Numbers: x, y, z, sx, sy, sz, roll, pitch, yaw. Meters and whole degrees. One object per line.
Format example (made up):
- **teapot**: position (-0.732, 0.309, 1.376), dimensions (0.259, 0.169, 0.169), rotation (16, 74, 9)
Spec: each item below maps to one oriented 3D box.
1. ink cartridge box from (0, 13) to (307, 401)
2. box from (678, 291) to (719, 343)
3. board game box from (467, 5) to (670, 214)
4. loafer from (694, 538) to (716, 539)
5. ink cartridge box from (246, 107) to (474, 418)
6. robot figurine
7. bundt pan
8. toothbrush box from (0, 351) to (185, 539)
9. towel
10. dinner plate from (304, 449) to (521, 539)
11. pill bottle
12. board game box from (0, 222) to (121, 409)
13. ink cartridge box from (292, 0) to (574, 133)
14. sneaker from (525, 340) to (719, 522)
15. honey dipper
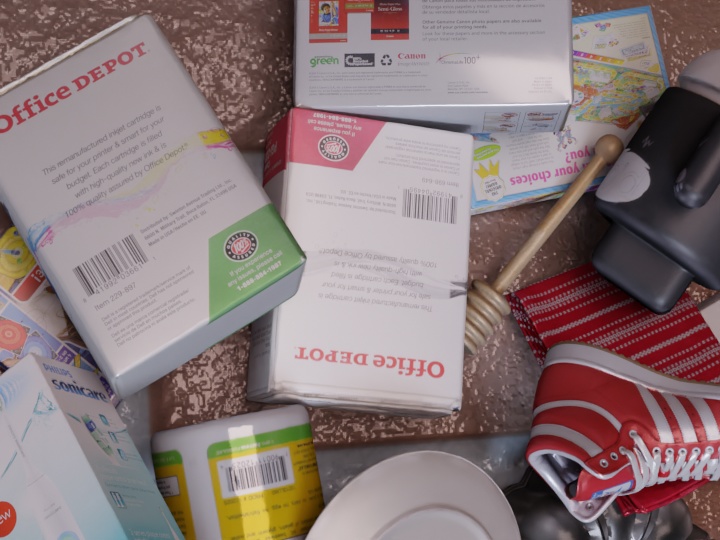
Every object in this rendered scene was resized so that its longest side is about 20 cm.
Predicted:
- **ink cartridge box**: position (-0.147, -0.042, 0.930), dimensions (0.144, 0.088, 0.201), rotation (-31, 81, -13)
- **box**: position (0.356, 0.065, 1.165), dimensions (0.198, 0.036, 0.146), rotation (-28, 91, -19)
- **board game box**: position (0.153, -0.127, 1.126), dimensions (0.197, 0.034, 0.137), rotation (-11, 85, -20)
- **loafer**: position (0.299, 0.234, 1.050), dimensions (0.199, 0.062, 0.073), rotation (23, 66, -54)
- **ink cartridge box**: position (0.000, 0.000, 1.029), dimensions (0.143, 0.085, 0.203), rotation (7, 78, -17)
- **robot figurine**: position (0.256, -0.066, 1.063), dimensions (0.124, 0.150, 0.201), rotation (33, 93, -26)
- **bundt pan**: position (0.183, 0.236, 1.059), dimensions (0.199, 0.076, 0.205), rotation (3, 80, -18)
- **toothbrush box**: position (-0.192, 0.177, 0.873), dimensions (0.146, 0.085, 0.201), rotation (-36, 68, 9)
- **towel**: position (0.213, 0.076, 1.078), dimensions (0.143, 0.023, 0.202), rotation (-18, 63, -19)
- **dinner plate**: position (0.038, 0.221, 0.945), dimensions (0.198, 0.024, 0.204), rotation (-3, 95, -34)
- **pill bottle**: position (-0.072, 0.199, 0.959), dimensions (0.109, 0.111, 0.203), rotation (-9, 85, -19)
- **board game box**: position (-0.178, -0.004, 0.994), dimensions (0.135, 0.034, 0.201), rotation (40, 72, -9)
- **ink cartridge box**: position (0.053, -0.195, 1.043), dimensions (0.197, 0.084, 0.179), rotation (0, 82, 3)
- **sneaker**: position (0.210, 0.129, 0.988), dimensions (0.197, 0.072, 0.113), rotation (16, 53, 12)
- **honey dipper**: position (0.135, -0.023, 1.083), dimensions (0.038, 0.038, 0.200), rotation (42, 82, -8)
